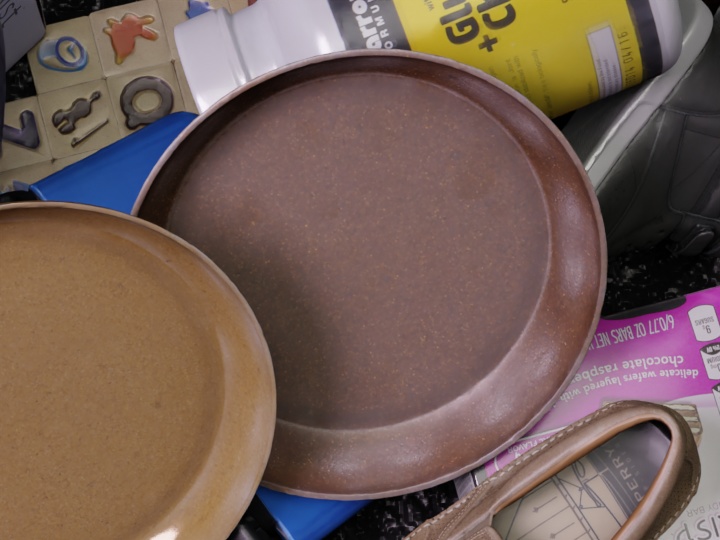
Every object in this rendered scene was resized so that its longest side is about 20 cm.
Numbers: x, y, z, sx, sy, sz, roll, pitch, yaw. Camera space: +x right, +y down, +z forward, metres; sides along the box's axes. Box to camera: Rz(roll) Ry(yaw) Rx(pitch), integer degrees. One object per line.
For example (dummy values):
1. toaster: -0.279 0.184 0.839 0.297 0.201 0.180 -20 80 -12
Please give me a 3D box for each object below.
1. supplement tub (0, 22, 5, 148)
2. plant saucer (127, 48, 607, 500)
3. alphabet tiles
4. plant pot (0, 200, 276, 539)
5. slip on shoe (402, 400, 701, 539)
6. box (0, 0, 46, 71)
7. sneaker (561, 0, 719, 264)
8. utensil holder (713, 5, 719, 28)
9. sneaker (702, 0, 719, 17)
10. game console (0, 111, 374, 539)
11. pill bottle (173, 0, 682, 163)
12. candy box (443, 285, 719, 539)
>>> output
1. supplement tub: -0.242 -0.073 0.780 0.198 0.107 0.108 3 74 -1
2. plant saucer: 0.000 0.000 0.811 0.198 0.035 0.202 -4 117 -7
3. alphabet tiles: -0.076 -0.052 0.937 0.198 0.006 0.168 -15 76 -8
4. plant pot: -0.131 0.059 0.775 0.198 0.201 0.028 -18 33 -9
5. slip on shoe: 0.057 0.125 0.810 0.199 0.061 0.076 -36 77 -5
6. box: -0.273 -0.129 0.898 0.200 0.097 0.177 43 79 8
7. sneaker: 0.120 -0.017 0.908 0.099 0.071 0.200 38 94 -21
8. utensil holder: 0.279 -0.137 0.906 0.170 0.170 0.200 41 79 7
9. sneaker: 0.090 -0.144 0.939 0.198 0.073 0.085 -10 74 -8
10. game console: -0.097 0.058 0.894 0.170 0.118 0.201 -40 82 20
11. pill bottle: 0.027 -0.103 0.846 0.198 0.112 0.113 -22 77 2
12. candy box: 0.121 0.122 0.875 0.135 0.061 0.202 -15 77 -7
